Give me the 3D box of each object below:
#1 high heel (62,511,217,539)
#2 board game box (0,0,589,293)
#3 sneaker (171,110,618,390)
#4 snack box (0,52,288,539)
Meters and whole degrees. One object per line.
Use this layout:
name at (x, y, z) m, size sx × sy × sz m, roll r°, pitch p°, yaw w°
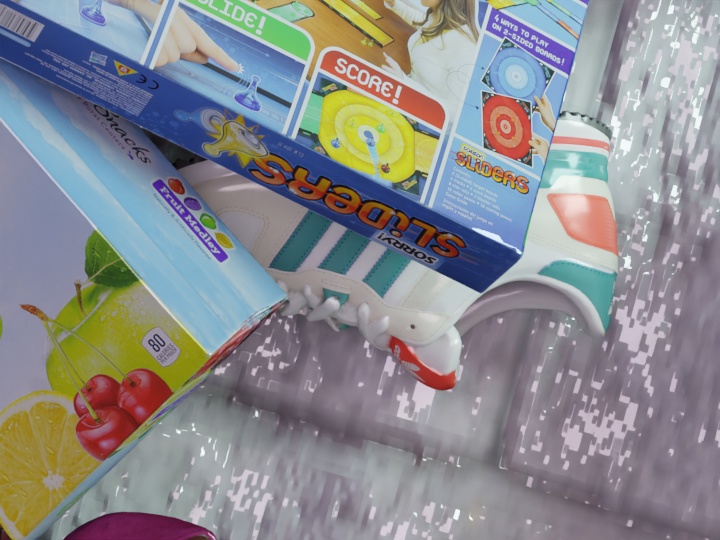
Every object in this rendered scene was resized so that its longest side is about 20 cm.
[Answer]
high heel at (-0.123, 0.161, 0.898) m, size 0.067 × 0.096 × 0.200 m, roll 45°, pitch 51°, yaw -24°
board game box at (-0.022, -0.094, 0.909) m, size 0.199 × 0.034 × 0.136 m, roll 26°, pitch 57°, yaw -13°
sneaker at (0.000, 0.000, 0.974) m, size 0.199 × 0.070 × 0.094 m, roll -8°, pitch 81°, yaw -1°
snack box at (-0.151, 0.014, 0.936) m, size 0.169 × 0.068 × 0.200 m, roll 49°, pitch 121°, yaw 2°
